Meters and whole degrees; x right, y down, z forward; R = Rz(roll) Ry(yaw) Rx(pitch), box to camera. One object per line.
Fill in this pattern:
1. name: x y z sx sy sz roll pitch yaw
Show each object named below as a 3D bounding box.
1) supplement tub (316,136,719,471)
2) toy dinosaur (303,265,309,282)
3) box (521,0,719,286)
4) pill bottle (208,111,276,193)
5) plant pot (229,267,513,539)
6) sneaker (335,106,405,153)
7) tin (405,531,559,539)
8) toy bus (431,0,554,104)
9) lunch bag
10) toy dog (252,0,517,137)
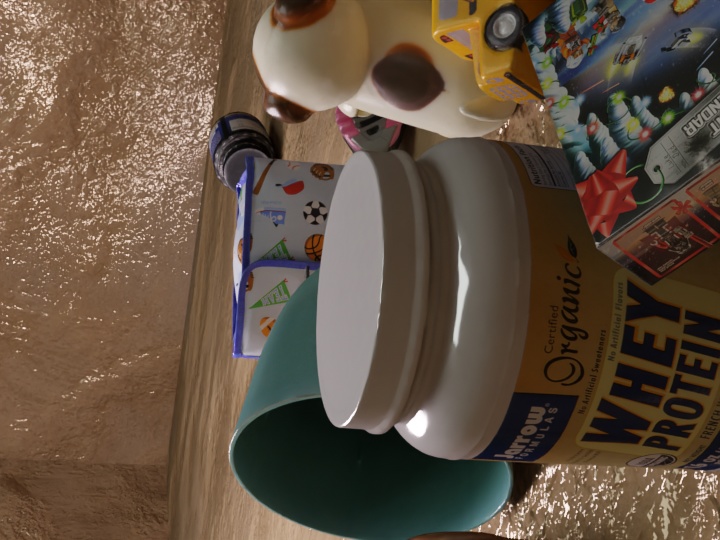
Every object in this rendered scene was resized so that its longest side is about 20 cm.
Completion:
1. supplement tub: 0.088 0.016 0.512 0.144 0.199 0.146 -176 90 -76
2. toy dinosaur: 0.000 0.000 1.009 0.086 0.135 0.201 120 152 -59
3. box: 0.158 -0.104 0.412 0.200 0.040 0.137 -39 40 28
4. pill bottle: -0.208 -0.203 1.968 0.200 0.111 0.113 -116 33 -65
5. plant pot: 0.014 0.082 0.824 0.201 0.199 0.162 111 170 -49
6. sneaker: 0.010 -0.165 1.196 0.201 0.078 0.096 -101 -1 -49
7. tin: 0.069 0.198 0.712 0.200 0.111 0.042 128 145 -65
8. toy bus: 0.094 -0.217 0.777 0.078 0.065 0.202 -7 75 35
9. lunch bag: -0.044 -0.004 1.125 0.124 0.169 0.201 123 150 -72
10. toy dog: 0.014 -0.162 0.871 0.195 0.199 0.140 -99 19 -46
